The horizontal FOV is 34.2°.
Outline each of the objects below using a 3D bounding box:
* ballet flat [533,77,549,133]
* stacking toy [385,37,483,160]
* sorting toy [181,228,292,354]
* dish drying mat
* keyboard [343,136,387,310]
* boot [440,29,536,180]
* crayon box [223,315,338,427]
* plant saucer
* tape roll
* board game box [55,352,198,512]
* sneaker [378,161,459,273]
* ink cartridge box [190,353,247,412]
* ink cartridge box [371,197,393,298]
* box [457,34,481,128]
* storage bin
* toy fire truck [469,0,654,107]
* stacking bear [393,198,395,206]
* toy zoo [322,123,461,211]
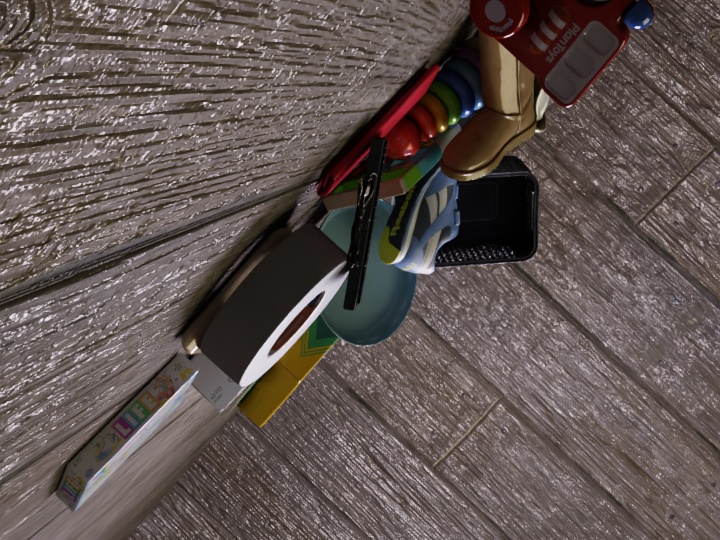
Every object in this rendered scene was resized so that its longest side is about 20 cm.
[{"bbox_3d":[0.226,-0.276,1.548,0.069,0.069,0.202,-43,135,-59],"label":"ballet flat"},{"bbox_3d":[0.102,-0.211,1.509,0.200,0.085,0.085,-43,176,-19],"label":"stacking toy"},{"bbox_3d":[-0.140,0.025,1.432,0.185,0.036,0.200,-49,173,0],"label":"sorting toy"},{"bbox_3d":[0.021,-0.168,1.395,0.200,0.018,0.077,-48,177,-20],"label":"dish drying mat"},{"bbox_3d":[0.006,-0.053,1.347,0.127,0.020,0.202,-41,140,-78],"label":"keyboard"},{"bbox_3d":[0.158,-0.234,1.448,0.175,0.066,0.201,-40,141,-33],"label":"boot"},{"bbox_3d":[-0.102,0.141,1.679,0.126,0.052,0.200,-50,178,39],"label":"crayon box"},{"bbox_3d":[0.000,0.000,1.568,0.027,0.201,0.200,0,-144,45],"label":"plant saucer"},{"bbox_3d":[-0.097,0.041,1.368,0.201,0.066,0.200,-48,172,-9],"label":"tape roll"},{"bbox_3d":[-0.291,0.202,1.459,0.200,0.034,0.135,-47,177,-33],"label":"board game box"},{"bbox_3d":[0.097,-0.088,1.579,0.201,0.082,0.074,-64,-154,-4],"label":"sneaker"},{"bbox_3d":[-0.148,0.092,1.659,0.145,0.083,0.200,-49,178,25],"label":"ink cartridge box"},{"bbox_3d":[0.003,-0.056,1.677,0.115,0.067,0.202,120,-19,-80],"label":"ink cartridge box"},{"bbox_3d":[0.176,-0.272,1.704,0.200,0.086,0.164,-50,176,30],"label":"box"},{"bbox_3d":[0.153,-0.087,1.705,0.094,0.198,0.137,-108,-165,-70],"label":"storage bin"},{"bbox_3d":[0.230,-0.299,1.278,0.200,0.168,0.112,-50,177,40],"label":"toy fire truck"},{"bbox_3d":[0.035,-0.086,1.866,0.121,0.114,0.200,-46,-170,26],"label":"stacking bear"},{"bbox_3d":[0.051,-0.144,1.537,0.130,0.021,0.200,-10,-156,39],"label":"toy zoo"}]
